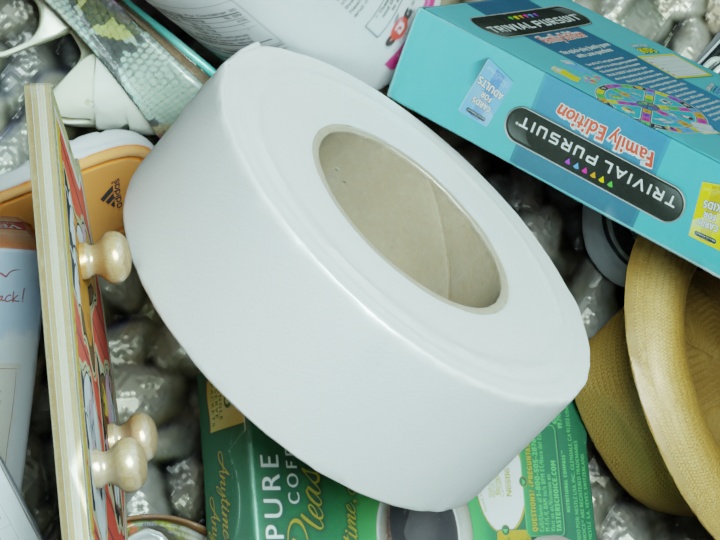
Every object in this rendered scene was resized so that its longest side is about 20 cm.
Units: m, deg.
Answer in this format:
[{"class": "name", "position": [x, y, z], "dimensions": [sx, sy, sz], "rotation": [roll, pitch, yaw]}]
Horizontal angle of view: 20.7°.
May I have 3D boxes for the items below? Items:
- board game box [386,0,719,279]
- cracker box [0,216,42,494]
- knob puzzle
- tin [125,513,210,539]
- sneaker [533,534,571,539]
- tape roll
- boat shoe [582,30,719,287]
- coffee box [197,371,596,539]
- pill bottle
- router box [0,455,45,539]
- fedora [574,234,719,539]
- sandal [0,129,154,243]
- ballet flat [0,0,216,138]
[{"class": "board game box", "position": [0.134, -0.064, 0.913], "dimensions": [0.199, 0.047, 0.151], "rotation": [30, 23, 22]}, {"class": "cracker box", "position": [-0.202, 0.077, 0.773], "dimensions": [0.133, 0.058, 0.202], "rotation": [4, 105, -23]}, {"class": "knob puzzle", "position": [-0.098, 0.047, 0.779], "dimensions": [0.030, 0.220, 0.222], "rotation": [-7, 80, -4]}, {"class": "tin", "position": [-0.090, 0.207, 0.849], "dimensions": [0.111, 0.042, 0.202], "rotation": [1, 77, -28]}, {"class": "sneaker", "position": [0.132, 0.212, 0.894], "dimensions": [0.071, 0.080, 0.201], "rotation": [-40, 118, -24]}, {"class": "tape roll", "position": [0.000, 0.000, 0.822], "dimensions": [0.202, 0.071, 0.203], "rotation": [34, 26, -19]}, {"class": "boat shoe", "position": [0.190, -0.073, 1.022], "dimensions": [0.199, 0.068, 0.074], "rotation": [-44, 96, -26]}, {"class": "coffee box", "position": [0.021, 0.103, 0.897], "dimensions": [0.199, 0.044, 0.124], "rotation": [4, 75, -36]}, {"class": "pill bottle", "position": [-0.050, -0.155, 0.856], "dimensions": [0.200, 0.112, 0.114], "rotation": [34, 57, -61]}, {"class": "router box", "position": [-0.214, 0.102, 0.717], "dimensions": [0.178, 0.049, 0.201], "rotation": [-27, 114, -11]}, {"class": "fedora", "position": [0.163, 0.062, 0.955], "dimensions": [0.200, 0.081, 0.202], "rotation": [25, 56, -44]}, {"class": "sandal", "position": [-0.157, 0.003, 0.838], "dimensions": [0.206, 0.080, 0.059], "rotation": [-32, 47, -28]}, {"class": "ballet flat", "position": [-0.134, -0.113, 0.897], "dimensions": [0.071, 0.069, 0.200], "rotation": [-44, 94, -8]}]
